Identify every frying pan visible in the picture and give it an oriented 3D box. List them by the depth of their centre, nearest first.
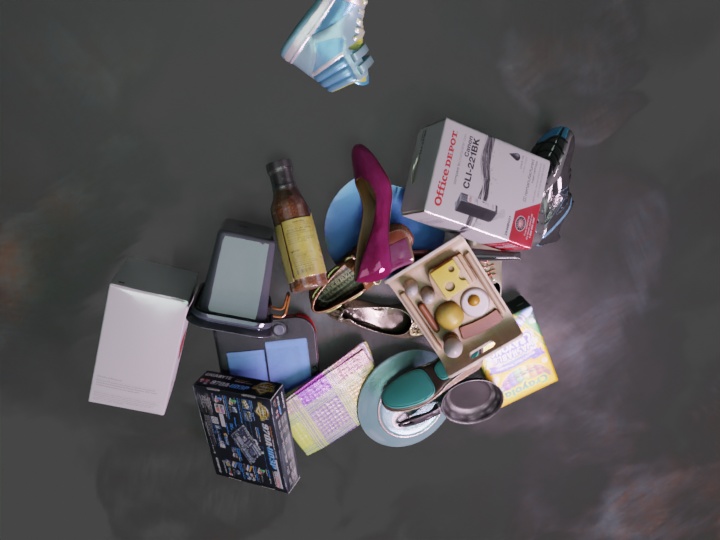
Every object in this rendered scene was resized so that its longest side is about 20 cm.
[{"bbox_3d":[0.172,0.254,1.085,0.189,0.031,0.115,-36,121,21],"label":"frying pan"}]

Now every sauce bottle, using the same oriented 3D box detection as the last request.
[{"bbox_3d":[-0.101,-0.069,0.916,0.065,0.066,0.204,-12,88,-3],"label":"sauce bottle"}]

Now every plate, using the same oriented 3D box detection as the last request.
[{"bbox_3d":[0.091,0.241,1.093,0.197,0.026,0.204,-7,111,-18],"label":"plate"}]

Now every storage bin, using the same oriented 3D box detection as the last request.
[{"bbox_3d":[-0.172,0.004,0.901,0.143,0.200,0.137,12,100,-11],"label":"storage bin"}]

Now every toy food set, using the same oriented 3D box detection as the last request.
[{"bbox_3d":[0.149,0.059,0.950,0.142,0.061,0.201,-32,105,13],"label":"toy food set"}]

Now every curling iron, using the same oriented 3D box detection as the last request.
[{"bbox_3d":[0.160,-0.017,0.970,0.196,0.026,0.050,-6,109,4],"label":"curling iron"}]

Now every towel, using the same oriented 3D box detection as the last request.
[{"bbox_3d":[-0.043,0.231,1.064,0.199,0.023,0.145,-34,118,-8],"label":"towel"}]

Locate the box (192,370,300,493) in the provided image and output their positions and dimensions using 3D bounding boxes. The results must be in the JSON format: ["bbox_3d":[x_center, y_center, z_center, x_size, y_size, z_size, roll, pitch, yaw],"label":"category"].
[{"bbox_3d":[-0.195,0.278,1.028,0.156,0.046,0.203,4,116,24],"label":"box"}]

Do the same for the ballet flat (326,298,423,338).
[{"bbox_3d":[0.033,0.082,1.031,0.197,0.046,0.068,16,108,-13],"label":"ballet flat"}]

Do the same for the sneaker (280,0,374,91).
[{"bbox_3d":[-0.008,-0.347,0.852,0.130,0.080,0.200,39,110,-17],"label":"sneaker"}]

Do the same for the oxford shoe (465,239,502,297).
[{"bbox_3d":[0.215,-0.011,1.008,0.070,0.074,0.203,-11,110,-1],"label":"oxford shoe"}]

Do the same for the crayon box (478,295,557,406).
[{"bbox_3d":[0.280,0.164,1.095,0.124,0.052,0.202,-26,112,2],"label":"crayon box"}]

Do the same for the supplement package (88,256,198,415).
[{"bbox_3d":[-0.340,0.102,0.945,0.118,0.122,0.203,14,109,-12],"label":"supplement package"}]

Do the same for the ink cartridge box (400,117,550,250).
[{"bbox_3d":[0.177,-0.128,0.921,0.197,0.084,0.147,16,85,-20],"label":"ink cartridge box"}]

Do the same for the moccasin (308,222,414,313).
[{"bbox_3d":[-0.001,-0.001,0.946,0.200,0.078,0.074,-31,110,11],"label":"moccasin"}]

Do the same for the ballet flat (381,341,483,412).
[{"bbox_3d":[0.130,0.192,1.036,0.198,0.069,0.067,-29,150,8],"label":"ballet flat"}]

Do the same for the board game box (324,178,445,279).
[{"bbox_3d":[0.039,-0.069,0.983,0.197,0.039,0.160,13,113,-7],"label":"board game box"}]

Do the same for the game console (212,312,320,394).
[{"bbox_3d":[-0.158,0.175,1.047,0.174,0.031,0.203,-7,110,-6],"label":"game console"}]

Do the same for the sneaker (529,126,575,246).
[{"bbox_3d":[0.315,-0.137,0.989,0.081,0.073,0.203,0,117,-26],"label":"sneaker"}]

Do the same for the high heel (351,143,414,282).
[{"bbox_3d":[0.004,-0.086,0.878,0.095,0.067,0.203,-20,81,-20],"label":"high heel"}]
